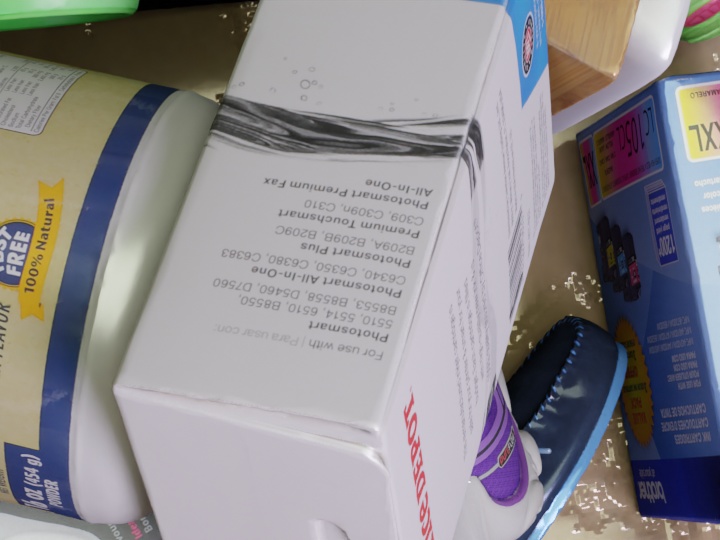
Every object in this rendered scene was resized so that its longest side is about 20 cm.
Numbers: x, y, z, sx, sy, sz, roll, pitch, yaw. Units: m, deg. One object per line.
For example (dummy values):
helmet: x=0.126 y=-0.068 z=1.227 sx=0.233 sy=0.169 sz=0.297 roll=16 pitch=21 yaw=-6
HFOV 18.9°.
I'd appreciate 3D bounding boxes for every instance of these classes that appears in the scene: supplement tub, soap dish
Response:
supplement tub: x=-0.148 y=-0.006 z=0.710 sx=0.200 sy=0.144 sz=0.145 roll=12 pitch=82 yaw=6
soap dish: x=0.069 y=-0.135 z=0.827 sx=0.081 sy=0.200 sz=0.157 roll=16 pitch=82 yaw=-11

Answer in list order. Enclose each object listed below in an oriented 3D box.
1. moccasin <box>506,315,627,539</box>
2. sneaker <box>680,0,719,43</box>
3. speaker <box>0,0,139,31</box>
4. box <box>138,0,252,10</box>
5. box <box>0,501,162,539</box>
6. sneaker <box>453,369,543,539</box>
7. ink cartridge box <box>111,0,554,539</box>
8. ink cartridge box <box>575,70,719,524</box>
moccasin: x=0.031 y=0.096 z=0.857 sx=0.068 sy=0.080 sz=0.200 roll=37 pitch=79 yaw=-8
sneaker: x=0.172 y=-0.183 z=0.924 sx=0.084 sy=0.077 sz=0.200 roll=29 pitch=76 yaw=12
speaker: x=-0.119 y=-0.182 z=0.712 sx=0.088 sy=0.088 sz=0.200 roll=-6 pitch=94 yaw=-10
box: x=-0.051 y=-0.218 z=0.810 sx=0.123 sy=0.200 sz=0.199 roll=-8 pitch=86 yaw=-21
box: x=-0.115 y=0.085 z=0.821 sx=0.200 sy=0.106 sz=0.122 roll=-30 pitch=87 yaw=-11
sneaker: x=0.019 y=0.018 z=0.821 sx=0.081 sy=0.200 sz=0.083 roll=-21 pitch=131 yaw=-4
ink cartridge box: x=0.000 y=0.000 z=0.688 sx=0.084 sy=0.146 sz=0.200 roll=10 pitch=56 yaw=13
ink cartridge box: x=0.150 y=0.028 z=0.856 sx=0.076 sy=0.136 sz=0.200 roll=-10 pitch=85 yaw=-9
